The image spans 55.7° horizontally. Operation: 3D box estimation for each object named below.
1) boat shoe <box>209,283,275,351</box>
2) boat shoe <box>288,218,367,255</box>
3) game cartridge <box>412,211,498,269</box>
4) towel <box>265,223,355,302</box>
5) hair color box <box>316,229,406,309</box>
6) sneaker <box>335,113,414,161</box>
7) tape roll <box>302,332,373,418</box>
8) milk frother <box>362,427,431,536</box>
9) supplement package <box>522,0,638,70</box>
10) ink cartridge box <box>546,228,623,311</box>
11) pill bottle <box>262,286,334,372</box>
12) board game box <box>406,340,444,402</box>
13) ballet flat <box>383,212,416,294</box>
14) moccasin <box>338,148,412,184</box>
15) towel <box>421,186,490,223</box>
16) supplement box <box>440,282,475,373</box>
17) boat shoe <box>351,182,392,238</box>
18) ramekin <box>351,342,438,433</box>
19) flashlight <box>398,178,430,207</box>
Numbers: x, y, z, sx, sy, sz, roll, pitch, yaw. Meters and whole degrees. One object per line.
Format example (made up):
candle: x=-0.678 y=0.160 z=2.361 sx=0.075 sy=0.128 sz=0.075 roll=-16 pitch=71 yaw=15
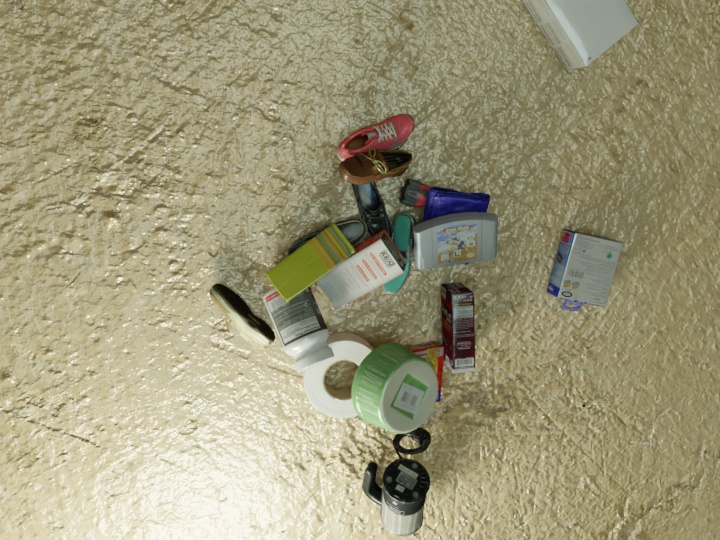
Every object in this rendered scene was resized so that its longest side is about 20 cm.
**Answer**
boat shoe: x=-0.298 y=0.121 z=1.636 sx=0.076 sy=0.072 sz=0.200 roll=-38 pitch=103 yaw=18
boat shoe: x=-0.077 y=-0.067 z=1.610 sx=0.199 sy=0.065 sz=0.074 roll=-25 pitch=91 yaw=5
game cartridge: x=0.223 y=-0.072 z=1.594 sx=0.198 sy=0.042 sz=0.134 roll=-9 pitch=135 yaw=-1
towel: x=-0.114 y=-0.019 z=1.560 sx=0.199 sy=0.018 sz=0.086 roll=-37 pitch=83 yaw=-9
hair color box: x=0.000 y=0.000 z=1.614 sx=0.199 sy=0.061 sz=0.102 roll=-29 pitch=106 yaw=23
sneaker: x=0.038 y=-0.303 z=1.570 sx=0.199 sy=0.087 sz=0.074 roll=-26 pitch=89 yaw=-2
tape roll: x=-0.045 y=0.260 z=1.694 sx=0.200 sy=0.071 sz=0.204 roll=-2 pitch=102 yaw=-8
milk frother: x=0.121 y=0.536 z=1.750 sx=0.199 sy=0.180 sz=0.189 roll=-31 pitch=144 yaw=-28
supplement package: x=0.503 y=-0.595 z=1.566 sx=0.155 sy=0.111 sz=0.200 roll=-38 pitch=105 yaw=2
ink cartridge box: x=0.559 y=0.008 z=1.719 sx=0.135 sy=0.076 sz=0.202 roll=11 pitch=99 yaw=-9
pill bottle: x=-0.142 y=0.129 z=1.598 sx=0.115 sy=0.116 sz=0.201 roll=-23 pitch=81 yaw=-2
board game box: x=0.116 y=0.265 z=1.686 sx=0.199 sy=0.046 sz=0.153 roll=-6 pitch=104 yaw=-35
ballet flat: x=0.100 y=-0.042 z=1.650 sx=0.074 sy=0.074 sz=0.202 roll=10 pitch=104 yaw=-10
moccasin: x=0.037 y=-0.240 z=1.549 sx=0.200 sy=0.078 sz=0.074 roll=-8 pitch=68 yaw=-36
towel: x=0.216 y=-0.099 z=1.619 sx=0.146 sy=0.050 sz=0.201 roll=7 pitch=129 yaw=-5
supplement box: x=0.241 y=0.140 z=1.687 sx=0.060 sy=0.109 sz=0.202 roll=-4 pitch=102 yaw=-6
boat shoe: x=0.029 y=-0.150 z=1.618 sx=0.069 sy=0.066 sz=0.202 roll=-18 pitch=104 yaw=-3
ramekin: x=0.087 y=0.277 z=1.577 sx=0.199 sy=0.097 sz=0.202 roll=-9 pitch=106 yaw=-34
flashlight: x=0.194 y=-0.161 z=1.643 sx=0.198 sy=0.068 sz=0.068 roll=18 pitch=124 yaw=-16
